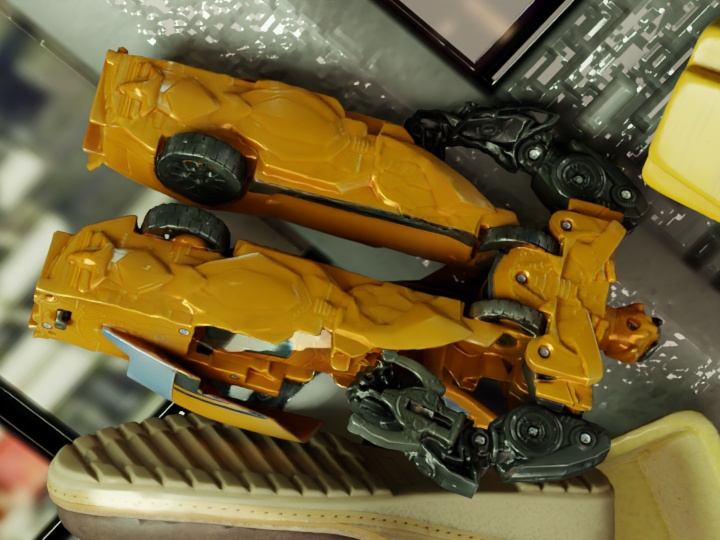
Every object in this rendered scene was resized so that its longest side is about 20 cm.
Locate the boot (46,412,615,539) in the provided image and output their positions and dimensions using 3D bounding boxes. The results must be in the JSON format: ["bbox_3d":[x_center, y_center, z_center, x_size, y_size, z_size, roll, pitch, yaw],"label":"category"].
[{"bbox_3d":[-0.014,0.138,0.848,0.199,0.072,0.167,7,108,-14],"label":"boot"}]

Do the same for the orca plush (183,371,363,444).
[{"bbox_3d":[-0.061,0.092,0.929,0.105,0.071,0.200,-16,138,-39],"label":"orca plush"}]

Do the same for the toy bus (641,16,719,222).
[{"bbox_3d":[0.188,-0.010,0.817,0.200,0.078,0.065,26,117,11],"label":"toy bus"}]

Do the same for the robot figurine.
[{"bbox_3d":[0.000,0.000,0.838,0.199,0.145,0.058,16,150,-5],"label":"robot figurine"}]

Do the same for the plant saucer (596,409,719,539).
[{"bbox_3d":[0.062,0.160,0.933,0.199,0.048,0.200,-23,112,3],"label":"plant saucer"}]
